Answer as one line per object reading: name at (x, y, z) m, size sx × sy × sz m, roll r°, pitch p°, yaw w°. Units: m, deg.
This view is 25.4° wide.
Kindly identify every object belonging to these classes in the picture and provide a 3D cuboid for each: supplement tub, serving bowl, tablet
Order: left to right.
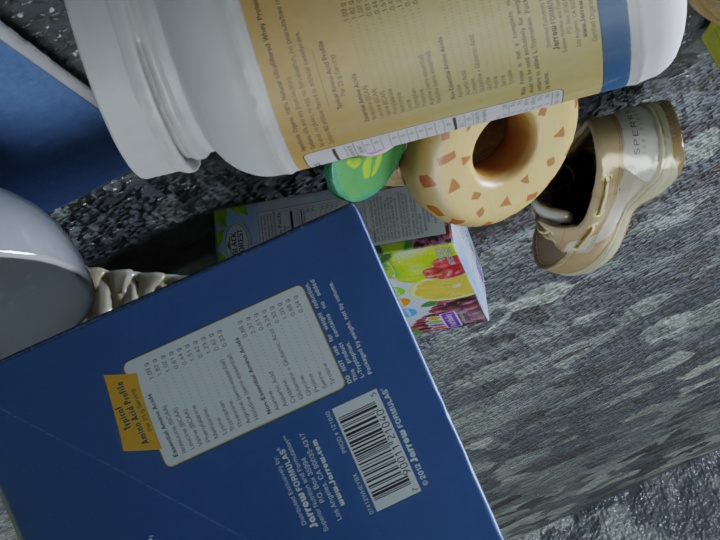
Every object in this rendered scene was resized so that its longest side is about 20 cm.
serving bowl at (-0.228, 0.007, 0.745) m, size 0.199 × 0.066 × 0.200 m, roll -17°, pitch 164°, yaw -5°
tablet at (-0.183, -0.059, 0.739) m, size 0.130 × 0.014 × 0.200 m, roll -26°, pitch 162°, yaw 10°
supplement tub at (0.003, -0.116, 0.567) m, size 0.199 × 0.146 × 0.145 m, roll -14°, pitch 162°, yaw 4°

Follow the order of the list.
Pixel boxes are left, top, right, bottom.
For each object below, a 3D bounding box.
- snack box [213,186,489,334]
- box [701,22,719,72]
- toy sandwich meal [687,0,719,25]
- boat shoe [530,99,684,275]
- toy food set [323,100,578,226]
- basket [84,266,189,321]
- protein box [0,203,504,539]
snack box at (0.000, 0.000, 1.015) m, size 0.141 × 0.053 × 0.200 m, roll -9°, pitch 163°, yaw 9°
box at (0.264, -0.172, 0.891) m, size 0.075 × 0.050 × 0.200 m, roll -18°, pitch 161°, yaw -18°
toy sandwich meal at (0.226, -0.193, 0.725) m, size 0.204 × 0.071 × 0.206 m, roll -15°, pitch 149°, yaw -10°
boat shoe at (0.146, -0.053, 1.069) m, size 0.069 × 0.074 × 0.200 m, roll -4°, pitch 156°, yaw -17°
toy food set at (0.057, -0.111, 0.724) m, size 0.197 × 0.049 × 0.200 m, roll 10°, pitch 122°, yaw -51°
basket at (-0.088, 0.115, 0.939) m, size 0.197 × 0.201 × 0.161 m, roll 5°, pitch 164°, yaw -2°
protein box at (-0.059, 0.103, 0.775) m, size 0.199 × 0.200 × 0.135 m, roll -24°, pitch 178°, yaw -7°
